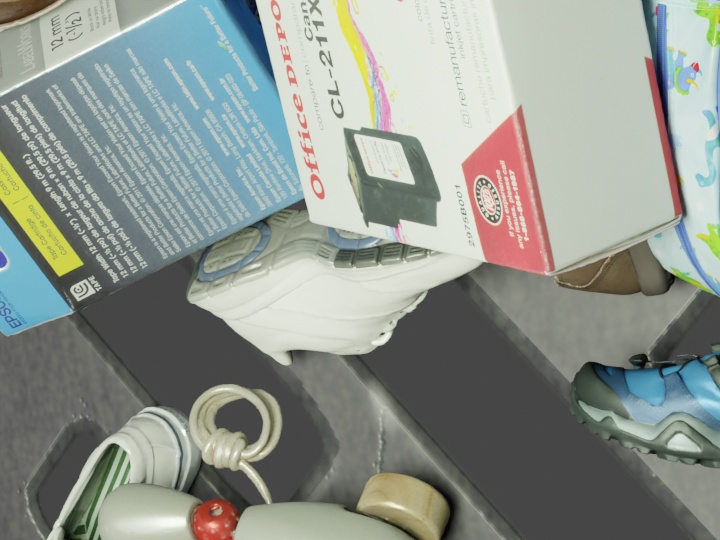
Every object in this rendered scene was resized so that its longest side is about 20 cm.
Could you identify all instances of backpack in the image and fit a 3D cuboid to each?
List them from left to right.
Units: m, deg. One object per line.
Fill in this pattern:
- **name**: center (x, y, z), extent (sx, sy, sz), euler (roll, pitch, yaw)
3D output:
- **backpack**: center (0.195, -0.077, 1.144), extent (0.154, 0.163, 0.200), euler (35, 123, 41)

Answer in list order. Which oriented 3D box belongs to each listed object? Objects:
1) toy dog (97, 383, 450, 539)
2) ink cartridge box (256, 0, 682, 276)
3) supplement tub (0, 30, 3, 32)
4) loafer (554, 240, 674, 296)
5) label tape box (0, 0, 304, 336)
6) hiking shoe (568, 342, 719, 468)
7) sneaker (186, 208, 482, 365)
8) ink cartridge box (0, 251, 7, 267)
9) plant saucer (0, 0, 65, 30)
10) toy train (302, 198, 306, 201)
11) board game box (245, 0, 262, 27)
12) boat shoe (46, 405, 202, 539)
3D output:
- **toy dog**: center (-0.036, 0.161, 1.385), extent (0.200, 0.132, 0.096), euler (26, 150, 33)
- **ink cartridge box**: center (0.043, -0.088, 1.160), extent (0.200, 0.083, 0.146), euler (13, 121, 56)
- **supplement tub**: center (-0.204, -0.170, 1.402), extent (0.144, 0.145, 0.201), euler (-6, 83, 35)
- **loafer**: center (0.094, -0.070, 1.227), extent (0.071, 0.073, 0.200), euler (-16, 108, 15)
- **label tape box**: center (-0.134, -0.068, 1.313), extent (0.200, 0.143, 0.066), euler (-25, 38, 10)
- **hiking shoe**: center (0.199, 0.053, 1.222), extent (0.200, 0.074, 0.087), euler (7, 94, 24)
- **sneaker**: center (0.000, 0.000, 1.342), extent (0.200, 0.075, 0.087), euler (-13, 131, 45)
- **ink cartridge box**: center (-0.268, -0.064, 1.538), extent (0.200, 0.047, 0.198), euler (-25, 84, 36)
- **plant saucer**: center (-0.190, -0.221, 1.301), extent (0.200, 0.034, 0.201), euler (0, 89, 23)
- **toy train**: center (-0.083, -0.056, 1.414), extent (0.200, 0.034, 0.046), euler (-4, 92, 35)
- **board game box**: center (0.040, -0.167, 1.305), extent (0.199, 0.041, 0.200), euler (35, 116, 24)
- **boat shoe**: center (-0.160, 0.167, 1.484), extent (0.073, 0.067, 0.200), euler (32, 114, 27)
